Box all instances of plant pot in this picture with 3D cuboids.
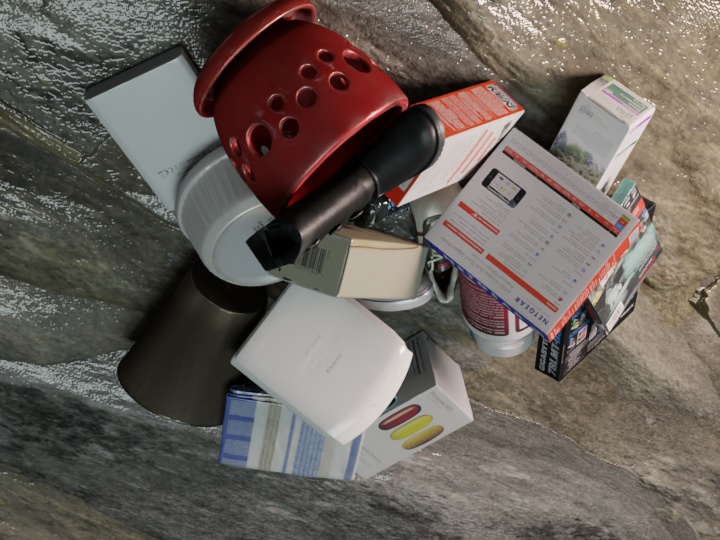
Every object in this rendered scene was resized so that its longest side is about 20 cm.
[{"bbox_3d":[-0.076,-0.184,1.451,0.183,0.200,0.201,46,121,5],"label":"plant pot"}]

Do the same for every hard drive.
[{"bbox_3d":[-0.226,-0.168,1.583,0.131,0.026,0.201,-23,134,11],"label":"hard drive"}]

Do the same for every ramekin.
[{"bbox_3d":[-0.124,-0.066,1.625,0.200,0.095,0.203,-15,144,-11],"label":"ramekin"}]

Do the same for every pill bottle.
[{"bbox_3d":[0.186,0.020,1.729,0.112,0.114,0.201,-10,137,-1],"label":"pill bottle"}]

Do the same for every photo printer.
[{"bbox_3d":[-0.044,0.114,1.694,0.200,0.069,0.167,39,87,-2],"label":"photo printer"}]

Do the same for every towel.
[{"bbox_3d":[-0.091,0.224,1.785,0.198,0.024,0.148,8,128,-4],"label":"towel"}]

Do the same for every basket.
[{"bbox_3d":[-0.212,0.092,1.768,0.179,0.137,0.201,21,124,-16],"label":"basket"}]

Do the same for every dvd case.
[{"bbox_3d":[0.333,-0.014,1.702,0.147,0.022,0.200,-56,147,-8],"label":"dvd case"}]

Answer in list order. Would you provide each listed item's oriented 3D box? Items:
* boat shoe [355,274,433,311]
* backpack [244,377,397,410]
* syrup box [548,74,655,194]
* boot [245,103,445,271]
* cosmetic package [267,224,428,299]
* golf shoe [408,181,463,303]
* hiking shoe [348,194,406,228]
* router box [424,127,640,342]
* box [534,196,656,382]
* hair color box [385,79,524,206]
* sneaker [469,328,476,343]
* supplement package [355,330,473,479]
[{"bbox_3d":[0.000,0.000,1.731,0.198,0.071,0.070,10,131,20],"label":"boat shoe"},{"bbox_3d":[-0.070,0.158,1.840,0.175,0.154,0.200,35,111,-29],"label":"backpack"},{"bbox_3d":[0.285,-0.140,1.654,0.081,0.079,0.201,-33,155,-47],"label":"syrup box"},{"bbox_3d":[-0.015,-0.087,1.387,0.199,0.066,0.165,-33,172,-38],"label":"boot"},{"bbox_3d":[-0.011,-0.012,1.560,0.200,0.103,0.074,1,105,-62],"label":"cosmetic package"},{"bbox_3d":[0.108,-0.049,1.724,0.076,0.089,0.201,-10,134,1],"label":"golf shoe"},{"bbox_3d":[0.022,-0.100,1.609,0.086,0.200,0.075,-17,98,-4],"label":"hiking shoe"},{"bbox_3d":[0.209,-0.045,1.598,0.180,0.200,0.049,-49,161,-3],"label":"router box"},{"bbox_3d":[0.318,0.021,1.776,0.200,0.049,0.200,-37,142,-35],"label":"box"},{"bbox_3d":[0.102,-0.154,1.557,0.199,0.064,0.111,-23,155,-53],"label":"hair color box"},{"bbox_3d":[0.245,0.037,1.861,0.199,0.074,0.082,-35,161,15],"label":"sneaker"},{"bbox_3d":[0.049,0.201,1.937,0.199,0.110,0.114,-32,132,19],"label":"supplement package"}]
